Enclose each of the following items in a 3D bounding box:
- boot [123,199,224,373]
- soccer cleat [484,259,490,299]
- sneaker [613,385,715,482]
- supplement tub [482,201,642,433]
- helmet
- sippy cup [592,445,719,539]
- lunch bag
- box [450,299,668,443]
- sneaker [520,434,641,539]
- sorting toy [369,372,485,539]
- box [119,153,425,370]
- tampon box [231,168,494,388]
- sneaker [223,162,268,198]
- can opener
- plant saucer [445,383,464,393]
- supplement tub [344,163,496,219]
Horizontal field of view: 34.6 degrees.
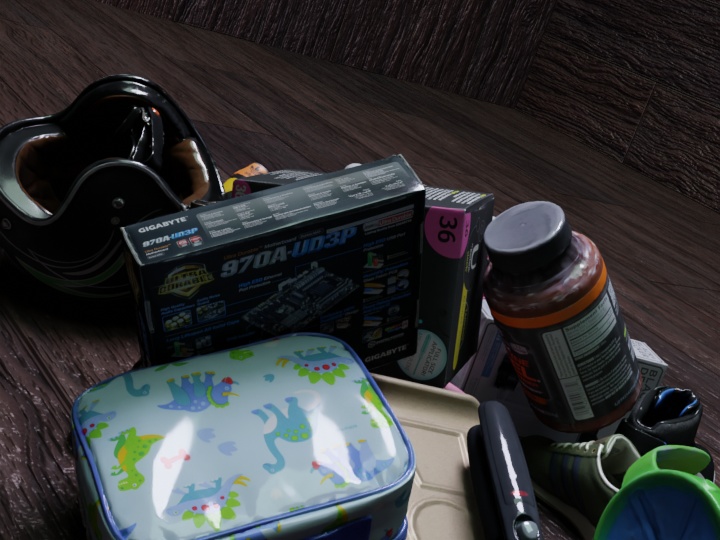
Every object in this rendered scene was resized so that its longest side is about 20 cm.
[{"bbox_3d":[-0.138,0.030,0.880,0.069,0.175,0.200,20,23,24],"label":"boot"},{"bbox_3d":[0.049,-0.004,1.200,0.199,0.070,0.086,9,-1,-10],"label":"soccer cleat"},{"bbox_3d":[0.307,0.163,1.112,0.073,0.112,0.200,32,20,33],"label":"sneaker"},{"bbox_3d":[0.171,0.039,1.005,0.107,0.200,0.107,-19,32,12],"label":"supplement tub"},{"bbox_3d":[-0.242,-0.065,1.065,0.200,0.190,0.200,54,19,-28],"label":"helmet"},{"bbox_3d":[0.259,0.222,0.837,0.130,0.178,0.140,17,-9,-29],"label":"sippy cup"},{"bbox_3d":[-0.074,0.126,0.726,0.200,0.083,0.161,-12,40,-22],"label":"lunch bag"},{"bbox_3d":[0.186,0.109,1.135,0.200,0.117,0.060,16,14,-16],"label":"box"},{"bbox_3d":[0.205,0.175,0.990,0.067,0.090,0.200,11,18,-26],"label":"sneaker"},{"bbox_3d":[0.018,0.160,0.830,0.185,0.037,0.200,14,41,-19],"label":"sorting toy"},{"bbox_3d":[-0.054,0.018,0.795,0.200,0.159,0.046,-17,44,-18],"label":"box"},{"bbox_3d":[0.000,0.000,0.994,0.199,0.150,0.126,8,12,16],"label":"tampon box"},{"bbox_3d":[-0.116,-0.060,1.268,0.070,0.090,0.200,39,-6,8],"label":"sneaker"},{"bbox_3d":[0.099,0.169,0.789,0.078,0.063,0.200,18,42,-15],"label":"can opener"},{"bbox_3d":[0.017,0.128,0.994,0.200,0.051,0.201,18,17,-5],"label":"plant saucer"},{"bbox_3d":[0.058,-0.034,1.391,0.199,0.145,0.145,17,17,-11],"label":"supplement tub"}]
